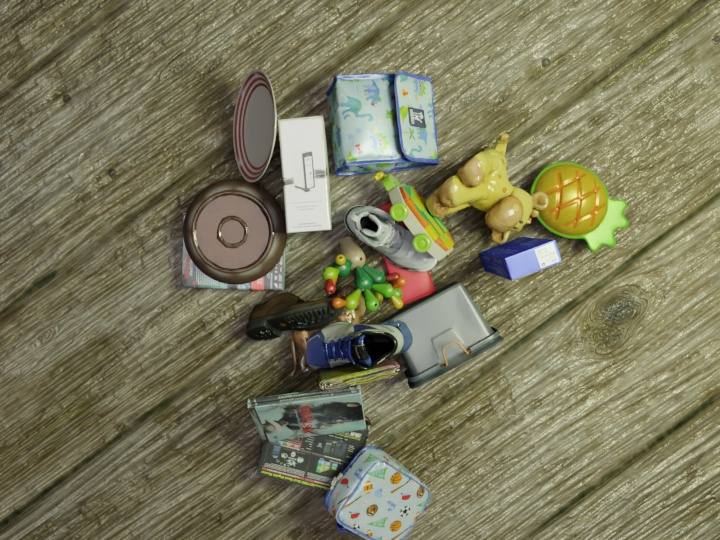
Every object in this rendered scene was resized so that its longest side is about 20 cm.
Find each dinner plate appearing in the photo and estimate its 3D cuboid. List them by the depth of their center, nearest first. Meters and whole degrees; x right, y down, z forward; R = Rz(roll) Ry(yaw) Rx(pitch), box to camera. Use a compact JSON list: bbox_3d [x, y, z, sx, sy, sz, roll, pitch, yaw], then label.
[{"bbox_3d":[-0.188,-0.262,1.170,0.024,0.200,0.201,-2,94,-30],"label":"dinner plate"}]

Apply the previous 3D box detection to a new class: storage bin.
[{"bbox_3d":[0.149,0.115,1.217,0.199,0.146,0.135,-29,90,1],"label":"storage bin"}]

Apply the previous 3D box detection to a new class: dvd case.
[{"bbox_3d":[-0.093,0.263,1.168,0.199,0.146,0.022,-6,51,0],"label":"dvd case"},{"bbox_3d":[-0.246,-0.036,1.248,0.199,0.022,0.147,1,94,-3],"label":"dvd case"}]

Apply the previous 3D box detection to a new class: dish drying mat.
[{"bbox_3d":[0.080,-0.037,1.266,0.076,0.018,0.201,-21,93,1],"label":"dish drying mat"}]

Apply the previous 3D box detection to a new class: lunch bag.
[{"bbox_3d":[0.047,-0.274,1.202,0.199,0.127,0.171,-5,90,-14],"label":"lunch bag"},{"bbox_3d":[0.029,0.437,1.228,0.200,0.075,0.161,41,84,-31],"label":"lunch bag"}]

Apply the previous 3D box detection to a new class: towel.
[{"bbox_3d":[-0.011,0.184,1.180,0.143,0.200,0.023,-13,91,-7],"label":"towel"}]

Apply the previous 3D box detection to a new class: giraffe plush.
[{"bbox_3d":[0.247,-0.133,1.196,0.200,0.173,0.162,-40,89,-31],"label":"giraffe plush"}]

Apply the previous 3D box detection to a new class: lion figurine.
[{"bbox_3d":[-0.073,0.118,1.247,0.199,0.072,0.123,-25,87,4],"label":"lion figurine"}]

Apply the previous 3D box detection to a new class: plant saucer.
[{"bbox_3d":[-0.239,-0.073,1.213,0.199,0.032,0.201,0,93,0],"label":"plant saucer"}]

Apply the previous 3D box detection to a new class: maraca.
[{"bbox_3d":[0.416,-0.121,1.224,0.199,0.107,0.137,33,95,-4],"label":"maraca"}]

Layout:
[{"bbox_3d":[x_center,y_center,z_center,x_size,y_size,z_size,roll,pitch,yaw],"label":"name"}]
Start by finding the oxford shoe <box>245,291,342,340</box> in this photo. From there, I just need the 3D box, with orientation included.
[{"bbox_3d":[-0.127,0.071,1.219,0.199,0.073,0.085,-10,54,19],"label":"oxford shoe"}]

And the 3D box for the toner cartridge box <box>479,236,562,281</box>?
[{"bbox_3d":[0.289,-0.025,1.181,0.095,0.200,0.043,-19,95,0],"label":"toner cartridge box"}]

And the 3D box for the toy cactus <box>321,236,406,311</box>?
[{"bbox_3d":[0.000,0.000,1.204,0.199,0.166,0.102,6,136,-34],"label":"toy cactus"}]

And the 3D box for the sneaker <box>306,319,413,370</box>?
[{"bbox_3d":[-0.013,0.132,1.144,0.198,0.115,0.081,-10,90,16],"label":"sneaker"}]

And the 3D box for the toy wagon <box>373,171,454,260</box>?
[{"bbox_3d":[0.099,-0.108,1.191,0.040,0.155,0.200,-37,87,21],"label":"toy wagon"}]

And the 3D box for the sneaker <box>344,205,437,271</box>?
[{"bbox_3d":[0.058,-0.056,1.197,0.199,0.115,0.075,31,93,-3],"label":"sneaker"}]

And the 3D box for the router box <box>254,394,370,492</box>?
[{"bbox_3d":[-0.092,0.344,1.264,0.199,0.062,0.151,15,92,-3],"label":"router box"}]

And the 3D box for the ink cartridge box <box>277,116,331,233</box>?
[{"bbox_3d":[-0.100,-0.171,1.188,0.084,0.146,0.201,-4,93,-1],"label":"ink cartridge box"}]
